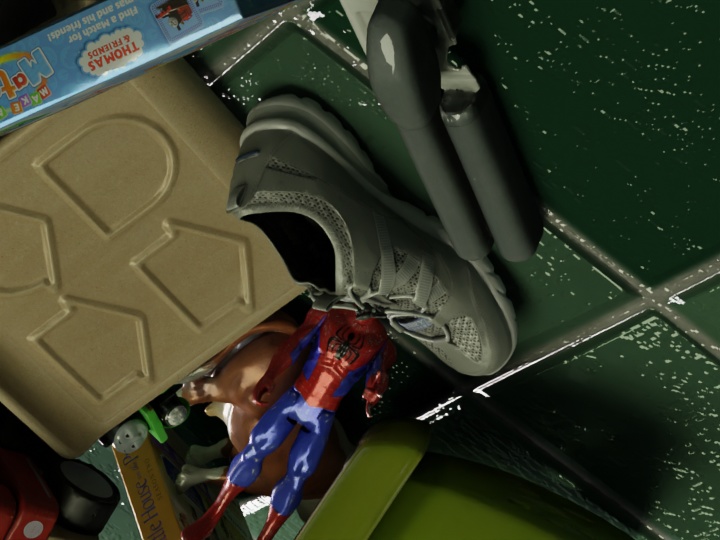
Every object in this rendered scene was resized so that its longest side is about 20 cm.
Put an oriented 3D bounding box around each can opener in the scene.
[{"bbox_3d":[0.037,-0.069,1.056,0.052,0.067,0.200,4,145,29],"label":"can opener"}]

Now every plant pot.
[{"bbox_3d":[0.039,0.199,1.251,0.181,0.201,0.199,34,-177,2],"label":"plant pot"}]

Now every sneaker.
[{"bbox_3d":[0.000,0.000,1.153,0.200,0.082,0.075,41,145,-20],"label":"sneaker"}]

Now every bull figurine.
[{"bbox_3d":[-0.060,0.100,1.338,0.121,0.065,0.201,-7,131,8],"label":"bull figurine"}]

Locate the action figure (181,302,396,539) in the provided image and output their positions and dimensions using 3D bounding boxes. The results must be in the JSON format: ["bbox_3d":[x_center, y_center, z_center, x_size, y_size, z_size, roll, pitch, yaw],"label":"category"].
[{"bbox_3d":[-0.038,0.093,1.225,0.065,0.099,0.201,30,106,2],"label":"action figure"}]

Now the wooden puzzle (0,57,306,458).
[{"bbox_3d":[-0.139,-0.015,1.175,0.200,0.046,0.185,-38,125,6],"label":"wooden puzzle"}]

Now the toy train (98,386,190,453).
[{"bbox_3d":[-0.172,0.047,1.297,0.200,0.056,0.042,38,159,42],"label":"toy train"}]

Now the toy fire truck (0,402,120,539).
[{"bbox_3d":[-0.252,0.094,1.227,0.199,0.129,0.176,20,-162,-38],"label":"toy fire truck"}]

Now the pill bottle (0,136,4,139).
[{"bbox_3d":[-0.276,-0.131,1.139,0.116,0.117,0.200,-3,136,38],"label":"pill bottle"}]

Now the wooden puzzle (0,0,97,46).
[{"bbox_3d":[-0.236,-0.148,1.047,0.199,0.037,0.186,-26,127,0],"label":"wooden puzzle"}]

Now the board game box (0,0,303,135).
[{"bbox_3d":[-0.121,-0.099,0.982,0.199,0.151,0.037,-23,96,19],"label":"board game box"}]

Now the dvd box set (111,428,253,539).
[{"bbox_3d":[-0.099,0.184,1.392,0.029,0.200,0.146,-33,132,6],"label":"dvd box set"}]
